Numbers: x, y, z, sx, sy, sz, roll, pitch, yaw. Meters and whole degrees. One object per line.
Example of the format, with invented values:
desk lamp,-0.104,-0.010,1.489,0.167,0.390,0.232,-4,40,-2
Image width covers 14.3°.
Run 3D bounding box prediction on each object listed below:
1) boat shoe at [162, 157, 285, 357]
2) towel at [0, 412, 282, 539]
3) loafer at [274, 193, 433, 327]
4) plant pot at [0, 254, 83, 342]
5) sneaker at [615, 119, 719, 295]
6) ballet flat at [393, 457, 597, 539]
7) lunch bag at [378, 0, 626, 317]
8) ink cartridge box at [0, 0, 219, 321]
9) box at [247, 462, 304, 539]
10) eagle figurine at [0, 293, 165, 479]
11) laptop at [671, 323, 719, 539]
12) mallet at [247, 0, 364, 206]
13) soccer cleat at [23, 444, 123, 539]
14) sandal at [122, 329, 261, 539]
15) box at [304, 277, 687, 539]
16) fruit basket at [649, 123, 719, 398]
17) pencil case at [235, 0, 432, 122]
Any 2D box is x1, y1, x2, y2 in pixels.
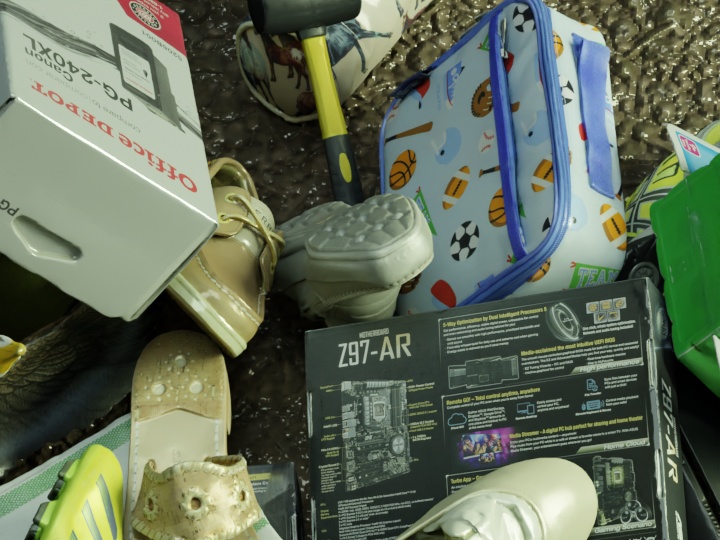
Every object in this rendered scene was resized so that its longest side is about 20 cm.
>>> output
boat shoe,-0.079,-0.016,1.595,0.066,0.074,0.200,-39,24,6
towel,-0.109,0.171,1.515,0.149,0.031,0.200,-30,57,-15
loafer,0.000,0.000,1.594,0.070,0.200,0.070,-29,98,-13
plant pot,-0.223,-0.044,1.667,0.200,0.187,0.187,41,65,13
sneaker,0.175,-0.010,1.662,0.200,0.076,0.076,-43,23,-15
ballet flat,0.036,0.157,1.443,0.199,0.070,0.070,-31,56,-7
lunch bag,0.082,-0.056,1.639,0.075,0.160,0.201,22,48,-32
ink cartridge box,-0.162,-0.089,1.540,0.083,0.145,0.200,-44,35,22
box,-0.128,0.188,1.546,0.199,0.049,0.162,-6,54,2
eagle figurine,-0.216,0.050,1.545,0.150,0.152,0.200,9,40,24
laptop,0.166,0.117,1.576,0.199,0.103,0.178,-32,62,13
mallet,-0.007,-0.089,1.694,0.066,0.041,0.201,-20,90,-16
soccer cleat,-0.142,0.184,1.460,0.083,0.065,0.201,16,57,-7
sandal,-0.092,0.110,1.495,0.077,0.070,0.213,-8,55,-1
box,0.070,0.099,1.536,0.199,0.044,0.161,-10,69,19
fruit basket,0.257,0.018,1.570,0.199,0.094,0.186,19,46,-28
pencil case,0.006,-0.184,1.788,0.078,0.090,0.200,28,60,21
